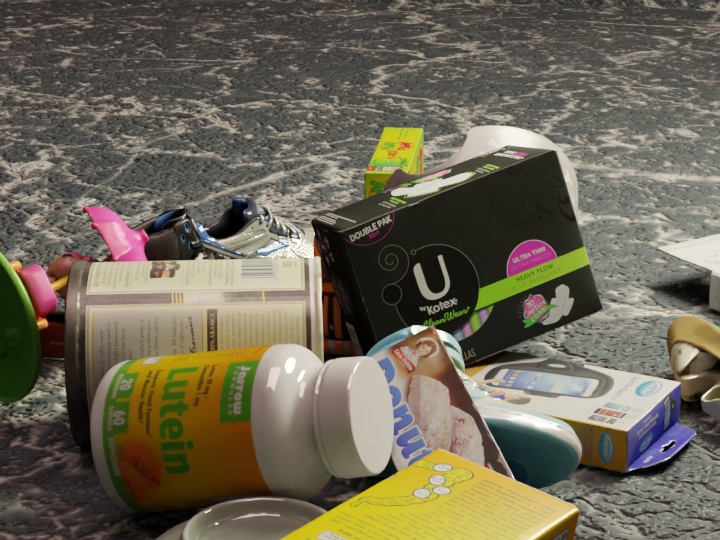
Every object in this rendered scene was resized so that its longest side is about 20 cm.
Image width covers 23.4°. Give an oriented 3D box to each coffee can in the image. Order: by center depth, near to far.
[{"bbox_3d":[-0.129,0.064,1.386,0.197,0.148,0.147,-1,18,-2],"label":"coffee can"}]

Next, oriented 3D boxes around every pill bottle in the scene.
[{"bbox_3d":[-0.082,0.111,1.238,0.198,0.112,0.111,-7,15,22],"label":"pill bottle"}]

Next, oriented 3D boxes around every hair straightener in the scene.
[{"bbox_3d":[-0.206,0.052,1.589,0.197,0.041,0.077,-2,17,14],"label":"hair straightener"}]

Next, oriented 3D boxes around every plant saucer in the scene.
[{"bbox_3d":[-0.065,0.193,1.143,0.197,0.051,0.200,0,19,0],"label":"plant saucer"}]

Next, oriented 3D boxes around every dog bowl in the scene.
[{"bbox_3d":[0.115,-0.039,1.635,0.197,0.202,0.059,-4,43,-9],"label":"dog bowl"}]

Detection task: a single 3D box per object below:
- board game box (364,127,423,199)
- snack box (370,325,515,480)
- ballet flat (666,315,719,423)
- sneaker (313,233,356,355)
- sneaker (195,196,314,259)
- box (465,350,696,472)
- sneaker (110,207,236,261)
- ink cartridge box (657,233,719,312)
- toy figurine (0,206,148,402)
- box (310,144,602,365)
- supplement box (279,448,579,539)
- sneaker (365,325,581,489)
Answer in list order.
[{"bbox_3d":[0.039,-0.084,1.905,0.047,0.103,0.200,1,18,7],"label":"board game box"},{"bbox_3d":[0.058,0.126,1.232,0.071,0.024,0.201,-27,44,1],"label":"snack box"},{"bbox_3d":[0.295,0.089,1.428,0.062,0.069,0.200,-22,23,-18],"label":"ballet flat"},{"bbox_3d":[0.000,0.000,1.625,0.077,0.114,0.200,1,14,5],"label":"sneaker"},{"bbox_3d":[-0.100,-0.032,1.780,0.198,0.086,0.077,-10,20,-29],"label":"sneaker"},{"bbox_3d":[0.167,0.112,1.401,0.198,0.042,0.119,7,19,30],"label":"box"},{"bbox_3d":[-0.140,-0.006,1.658,0.198,0.113,0.073,-7,20,-18],"label":"sneaker"},{"bbox_3d":[0.422,0.002,1.721,0.198,0.044,0.173,-12,20,-29],"label":"ink cartridge box"},{"bbox_3d":[-0.272,0.018,1.524,0.183,0.151,0.199,-26,1,-42],"label":"toy figurine"},{"bbox_3d":[0.082,-0.006,1.491,0.198,0.150,0.124,-21,11,-11],"label":"box"},{"bbox_3d":[0.026,0.199,1.006,0.109,0.110,0.199,20,26,33],"label":"supplement box"},{"bbox_3d":[0.079,0.096,1.332,0.197,0.080,0.131,5,41,16],"label":"sneaker"}]
